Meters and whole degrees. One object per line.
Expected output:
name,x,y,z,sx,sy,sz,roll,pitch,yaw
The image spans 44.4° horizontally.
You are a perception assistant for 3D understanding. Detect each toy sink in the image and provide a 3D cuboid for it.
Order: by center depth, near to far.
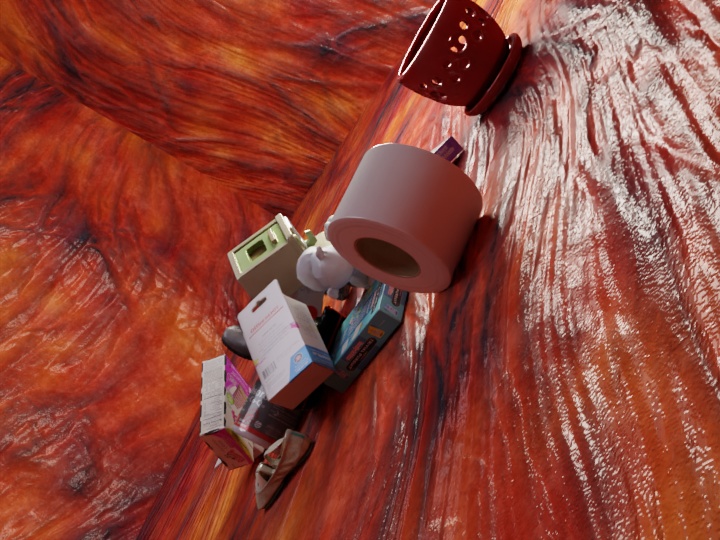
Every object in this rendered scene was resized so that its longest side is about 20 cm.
toy sink,-0.161,-0.033,1.829,0.200,0.112,0.130,-35,31,1

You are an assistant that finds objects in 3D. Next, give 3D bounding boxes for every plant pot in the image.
plant pot,0.191,-0.403,1.679,0.201,0.182,0.201,-56,11,17

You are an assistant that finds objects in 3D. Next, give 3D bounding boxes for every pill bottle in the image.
pill bottle,-0.163,0.257,1.771,0.200,0.116,0.116,-63,10,-13

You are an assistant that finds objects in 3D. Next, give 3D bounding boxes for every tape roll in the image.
tape roll,0.067,-0.075,1.328,0.139,0.202,0.203,-65,11,-23

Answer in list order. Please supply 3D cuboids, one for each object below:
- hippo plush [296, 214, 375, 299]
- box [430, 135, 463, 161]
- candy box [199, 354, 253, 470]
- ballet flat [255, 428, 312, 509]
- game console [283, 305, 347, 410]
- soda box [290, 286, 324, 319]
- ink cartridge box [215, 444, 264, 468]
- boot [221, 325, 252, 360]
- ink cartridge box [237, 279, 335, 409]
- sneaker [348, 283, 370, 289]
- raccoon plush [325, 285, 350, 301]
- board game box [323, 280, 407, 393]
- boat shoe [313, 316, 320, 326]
hippo plush,-0.021,-0.005,1.600,0.200,0.160,0.161,-2,31,46
box,0.105,-0.179,1.746,0.137,0.039,0.200,-47,7,-28
candy box,-0.279,0.296,1.851,0.061,0.137,0.200,-19,43,10
ballet flat,-0.156,0.358,1.609,0.200,0.062,0.068,-55,11,28
game console,-0.083,0.167,1.655,0.177,0.031,0.201,41,-109,-75
soda box,-0.127,0.111,1.893,0.068,0.063,0.201,39,125,57
ink cartridge box,-0.244,0.357,1.976,0.115,0.068,0.200,-45,18,54
boot,-0.176,0.118,1.694,0.132,0.199,0.070,94,-161,-45
ink cartridge box,-0.135,0.128,1.562,0.115,0.068,0.200,-42,50,19
sneaker,0.000,0.000,1.824,0.200,0.075,0.114,-114,21,-50
raccoon plush,-0.100,0.001,1.961,0.200,0.133,0.097,65,-152,-62
board game box,0.012,0.098,1.549,0.200,0.047,0.151,-53,12,34
boat shoe,-0.088,0.135,1.783,0.200,0.072,0.068,13,-85,-71
